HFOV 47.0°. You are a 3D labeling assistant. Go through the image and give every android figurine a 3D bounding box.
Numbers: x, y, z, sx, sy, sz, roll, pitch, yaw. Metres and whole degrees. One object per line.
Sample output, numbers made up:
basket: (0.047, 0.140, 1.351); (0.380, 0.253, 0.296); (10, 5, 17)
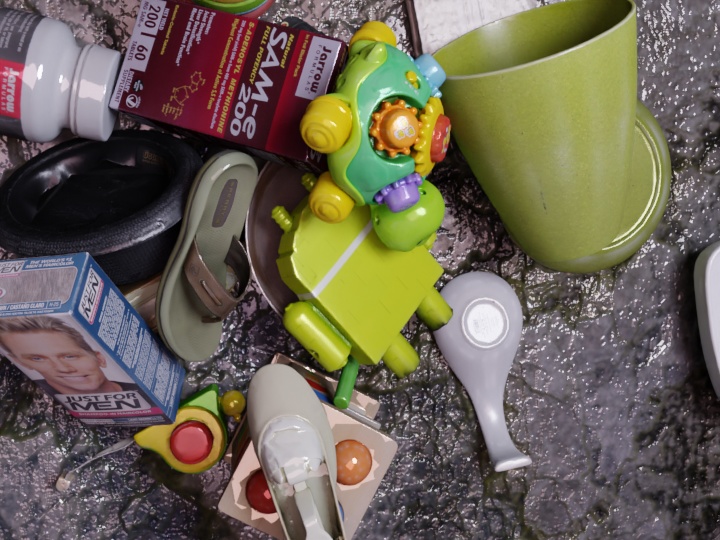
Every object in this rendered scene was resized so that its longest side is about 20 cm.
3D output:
android figurine: (0.000, 0.000, 0.771); (0.200, 0.041, 0.183); (46, 64, -18)

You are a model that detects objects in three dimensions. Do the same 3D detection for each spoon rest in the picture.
spoon rest: (0.131, 0.102, 0.863); (0.098, 0.061, 0.204); (-9, 85, -7)

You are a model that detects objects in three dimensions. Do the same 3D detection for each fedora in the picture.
fedora: (-0.231, -0.046, 0.760); (0.197, 0.202, 0.093); (-17, 132, -5)

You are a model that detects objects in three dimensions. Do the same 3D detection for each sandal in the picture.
sandal: (-0.125, -0.002, 0.717); (0.057, 0.079, 0.204); (31, 118, 26)

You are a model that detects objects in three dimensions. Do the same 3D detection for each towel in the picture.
towel: (0.113, -0.260, 0.824); (0.130, 0.034, 0.203); (-12, 98, -8)

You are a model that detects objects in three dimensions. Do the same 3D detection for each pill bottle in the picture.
pill bottle: (-0.319, -0.177, 0.738); (0.197, 0.111, 0.113); (11, 95, -8)

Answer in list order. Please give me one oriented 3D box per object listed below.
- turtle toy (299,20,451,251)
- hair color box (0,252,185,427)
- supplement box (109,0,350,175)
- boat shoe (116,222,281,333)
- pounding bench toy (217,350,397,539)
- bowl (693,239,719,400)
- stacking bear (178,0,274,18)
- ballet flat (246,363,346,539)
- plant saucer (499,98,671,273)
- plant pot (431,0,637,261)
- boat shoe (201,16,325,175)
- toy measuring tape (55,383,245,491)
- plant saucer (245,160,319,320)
turtle toy: (0.024, -0.100, 0.695); (0.100, 0.202, 0.147); (13, 50, 15)
hair color box: (-0.241, 0.069, 0.729); (0.098, 0.201, 0.061); (-5, 54, 13)
supplement box: (-0.111, -0.164, 0.732); (0.197, 0.061, 0.111); (17, 89, 16)
boat shoe: (-0.159, 0.006, 0.806); (0.198, 0.074, 0.067); (-26, 123, -11)
pounding bench toy: (-0.035, 0.141, 0.788); (0.123, 0.156, 0.202); (27, 92, -9)
bowl: (0.448, 0.043, 0.881); (0.196, 0.075, 0.203); (-14, 99, -6)
stacking bear: (-0.117, -0.282, 0.706); (0.121, 0.200, 0.114); (-44, 100, -1)
ballet flat: (-0.046, 0.177, 0.678); (0.068, 0.069, 0.203); (-16, 98, -5)
plant saucer: (0.237, -0.096, 0.860); (0.196, 0.031, 0.204); (-1, 96, -8)
plant pot: (0.172, -0.118, 0.758); (0.185, 0.187, 0.202); (-22, 115, -4)
boat shoe: (-0.099, -0.148, 0.797); (0.063, 0.073, 0.202); (41, 101, 23)
toy measuring tape: (-0.197, 0.182, 0.817); (0.198, 0.074, 0.074); (-30, 99, -3)
plant saucer: (-0.024, -0.032, 0.803); (0.197, 0.032, 0.204); (3, 84, -29)
